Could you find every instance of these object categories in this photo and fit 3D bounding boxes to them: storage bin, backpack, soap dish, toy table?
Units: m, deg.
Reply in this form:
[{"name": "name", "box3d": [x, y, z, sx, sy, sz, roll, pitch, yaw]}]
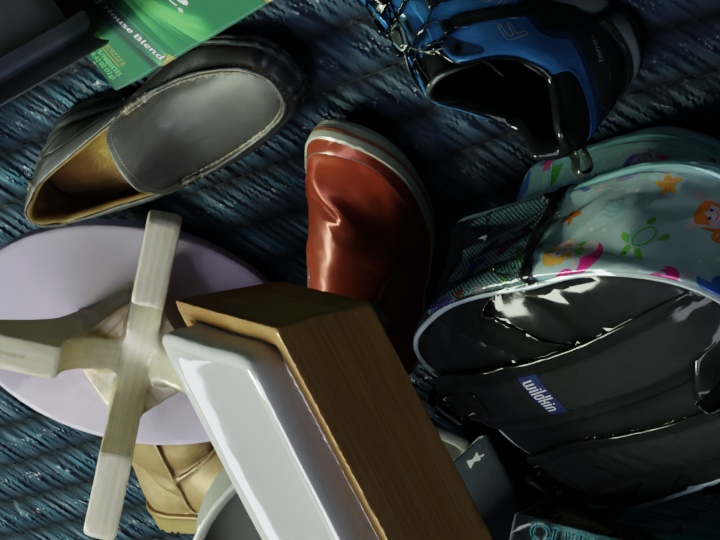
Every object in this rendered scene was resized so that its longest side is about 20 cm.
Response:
[{"name": "storage bin", "box3d": [-0.236, -0.134, 1.262, 0.135, 0.145, 0.200, 61, 165, -8]}, {"name": "backpack", "box3d": [0.150, 0.022, 1.217, 0.177, 0.151, 0.200, 40, 150, -22]}, {"name": "soap dish", "box3d": [-0.012, 0.099, 1.282, 0.201, 0.081, 0.157, 62, 162, -15]}, {"name": "toy table", "box3d": [-0.130, 0.048, 1.396, 0.199, 0.117, 0.185, 1, 102, -2]}]

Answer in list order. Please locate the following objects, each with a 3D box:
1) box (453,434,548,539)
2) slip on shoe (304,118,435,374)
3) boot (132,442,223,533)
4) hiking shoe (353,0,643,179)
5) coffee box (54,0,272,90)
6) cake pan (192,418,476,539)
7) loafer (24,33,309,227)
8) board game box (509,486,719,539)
[{"name": "box", "box3d": [0.114, 0.232, 1.393, 0.124, 0.200, 0.197, -41, 117, 8]}, {"name": "slip on shoe", "box3d": [0.000, 0.000, 1.361, 0.074, 0.061, 0.201, 16, 138, 19]}, {"name": "boot", "box3d": [-0.102, 0.074, 1.501, 0.174, 0.066, 0.201, -8, 124, 29]}, {"name": "hiking shoe", "box3d": [0.039, -0.127, 1.179, 0.199, 0.087, 0.075, 28, 141, 2]}, {"name": "coffee box", "box3d": [-0.106, -0.168, 1.215, 0.123, 0.044, 0.200, 51, 151, -13]}, {"name": "cake pan", "box3d": [-0.011, 0.155, 1.473, 0.199, 0.037, 0.201, -10, 131, -12]}, {"name": "loafer", "box3d": [-0.107, -0.069, 1.344, 0.199, 0.072, 0.073, -24, 116, 44]}, {"name": "board game box", "box3d": [0.173, 0.142, 1.321, 0.134, 0.200, 0.028, 12, 97, 21]}]
